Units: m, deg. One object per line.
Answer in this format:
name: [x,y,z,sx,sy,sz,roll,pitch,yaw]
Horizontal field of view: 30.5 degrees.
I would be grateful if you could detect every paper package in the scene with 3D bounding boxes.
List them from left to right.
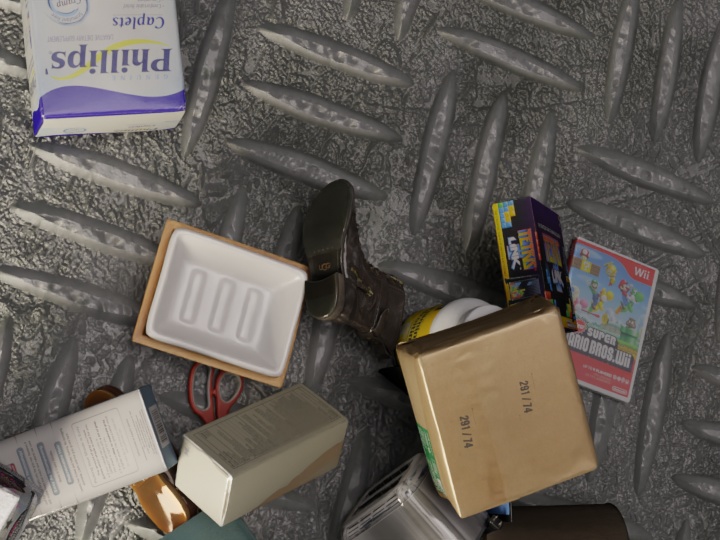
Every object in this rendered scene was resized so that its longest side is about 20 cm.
paper package: [0.159,0.156,1.541,0.188,0.103,0.203,-18,98,-8]

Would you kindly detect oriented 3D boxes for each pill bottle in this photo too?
pill bottle: [0.124,0.095,1.691,0.110,0.200,0.114,3,81,-20]

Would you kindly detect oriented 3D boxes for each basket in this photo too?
basket: [0.236,0.381,1.730,0.197,0.137,0.183,9,55,-14]

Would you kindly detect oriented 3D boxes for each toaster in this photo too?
toaster: [0.069,0.319,1.647,0.129,0.200,0.114,47,37,-4]

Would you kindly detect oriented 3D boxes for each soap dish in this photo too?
soap dish: [-0.174,0.043,1.649,0.197,0.081,0.160,19,76,-17]

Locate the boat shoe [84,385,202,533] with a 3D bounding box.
boat shoe: [-0.259,0.224,1.602,0.202,0.070,0.070,58,28,-2]

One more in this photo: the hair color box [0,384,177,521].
hair color box: [-0.324,0.215,1.535,0.197,0.061,0.100,-21,89,4]

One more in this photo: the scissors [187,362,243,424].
scissors: [-0.186,0.214,1.658,0.072,0.014,0.204,6,81,-23]

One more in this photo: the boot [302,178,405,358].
boot: [0.000,0.000,1.707,0.173,0.068,0.203,24,68,-52]

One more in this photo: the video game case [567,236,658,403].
video game case: [0.342,0.070,1.876,0.141,0.017,0.203,20,75,-17]

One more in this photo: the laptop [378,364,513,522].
laptop: [0.105,0.217,1.679,0.199,0.177,0.104,39,70,-12]

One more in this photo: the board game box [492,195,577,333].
board game box: [0.235,-0.001,1.753,0.056,0.200,0.168,-9,83,18]

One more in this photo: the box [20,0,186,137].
box: [-0.318,-0.277,1.628,0.181,0.105,0.204,-6,85,-21]

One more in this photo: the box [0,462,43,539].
box: [-0.460,0.301,1.447,0.131,0.115,0.202,30,85,4]

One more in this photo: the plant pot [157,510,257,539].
plant pot: [-0.161,0.423,1.504,0.195,0.199,0.198,-29,116,-22]

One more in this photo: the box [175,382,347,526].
box: [-0.118,0.218,1.592,0.198,0.095,0.079,-19,133,-43]
